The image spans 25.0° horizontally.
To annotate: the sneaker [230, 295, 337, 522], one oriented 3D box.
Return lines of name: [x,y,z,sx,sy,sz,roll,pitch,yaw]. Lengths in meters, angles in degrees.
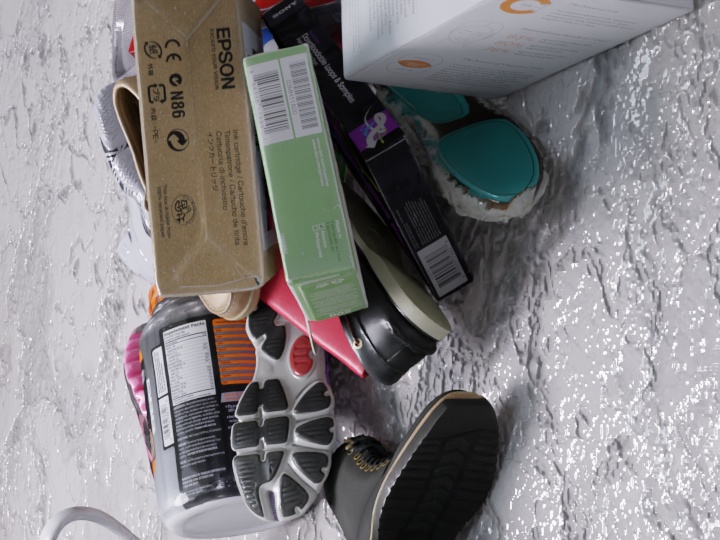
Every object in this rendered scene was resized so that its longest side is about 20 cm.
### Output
sneaker: [-0.045,0.101,1.230,0.084,0.080,0.202,65,-156,-53]

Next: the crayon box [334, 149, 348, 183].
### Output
crayon box: [-0.069,-0.123,1.328,0.200,0.050,0.128,25,109,59]

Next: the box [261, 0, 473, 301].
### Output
box: [0.003,-0.088,1.125,0.143,0.036,0.200,60,179,-43]

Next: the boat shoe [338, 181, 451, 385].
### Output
boat shoe: [-0.002,-0.001,1.134,0.063,0.073,0.202,-45,39,15]

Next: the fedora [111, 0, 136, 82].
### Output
fedora: [-0.173,-0.214,1.481,0.200,0.090,0.179,14,100,60]

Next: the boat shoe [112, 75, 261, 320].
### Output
boat shoe: [-0.137,-0.054,1.233,0.071,0.064,0.202,-29,80,41]

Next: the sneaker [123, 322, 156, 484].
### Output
sneaker: [-0.175,0.140,1.483,0.096,0.078,0.201,110,150,-48]

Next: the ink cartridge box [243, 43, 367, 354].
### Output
ink cartridge box: [-0.032,-0.038,1.044,0.200,0.047,0.147,73,-176,-74]

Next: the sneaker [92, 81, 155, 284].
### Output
sneaker: [-0.195,-0.066,1.474,0.201,0.075,0.115,60,149,2]

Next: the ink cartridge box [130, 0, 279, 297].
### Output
ink cartridge box: [-0.102,-0.088,1.110,0.165,0.074,0.202,-63,-32,-85]

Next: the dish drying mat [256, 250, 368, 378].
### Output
dish drying mat: [-0.041,0.000,1.222,0.200,0.018,0.077,35,93,36]

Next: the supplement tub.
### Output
supplement tub: [-0.114,0.106,1.313,0.122,0.121,0.202,-42,51,51]

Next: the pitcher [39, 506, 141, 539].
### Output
pitcher: [-0.173,0.278,1.323,0.121,0.198,0.173,12,97,60]

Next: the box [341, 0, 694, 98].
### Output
box: [0.087,-0.180,0.975,0.200,0.123,0.099,-18,72,59]

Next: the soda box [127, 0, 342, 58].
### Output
soda box: [-0.078,-0.193,1.236,0.198,0.063,0.071,-8,58,33]

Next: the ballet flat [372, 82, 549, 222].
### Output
ballet flat: [0.070,-0.077,1.075,0.200,0.071,0.072,57,135,50]

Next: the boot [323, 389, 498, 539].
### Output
boot: [0.021,0.134,1.124,0.201,0.077,0.139,-68,30,29]
